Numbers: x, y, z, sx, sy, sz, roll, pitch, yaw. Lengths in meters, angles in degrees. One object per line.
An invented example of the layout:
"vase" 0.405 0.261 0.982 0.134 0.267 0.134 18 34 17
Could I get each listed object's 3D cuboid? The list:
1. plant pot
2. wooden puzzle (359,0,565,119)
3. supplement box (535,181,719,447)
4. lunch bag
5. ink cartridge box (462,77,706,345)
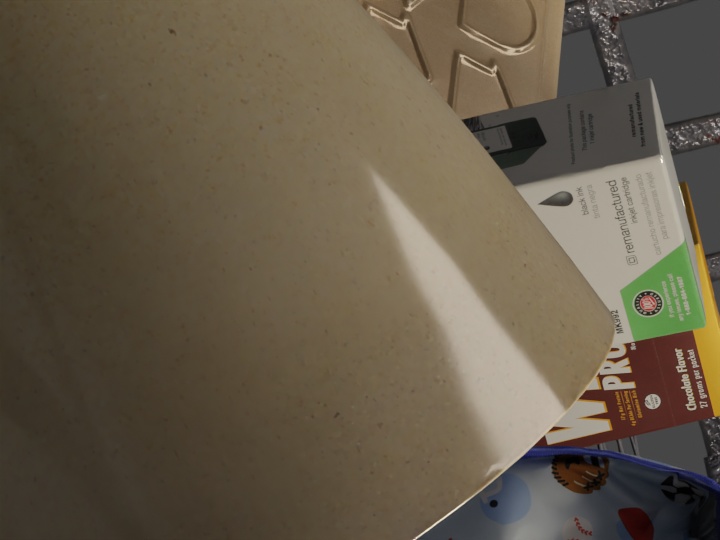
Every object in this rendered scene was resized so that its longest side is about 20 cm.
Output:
"plant pot" -0.069 -0.028 0.558 0.200 0.187 0.187 60 11 -9
"wooden puzzle" 0.048 -0.146 1.528 0.200 0.046 0.186 28 53 -29
"supplement box" 0.172 0.039 1.804 0.197 0.200 0.133 -73 148 -74
"lunch bag" 0.087 0.148 1.108 0.170 0.200 0.124 50 27 -72
"ink cartridge box" 0.100 -0.020 1.457 0.084 0.200 0.146 -89 163 -49
